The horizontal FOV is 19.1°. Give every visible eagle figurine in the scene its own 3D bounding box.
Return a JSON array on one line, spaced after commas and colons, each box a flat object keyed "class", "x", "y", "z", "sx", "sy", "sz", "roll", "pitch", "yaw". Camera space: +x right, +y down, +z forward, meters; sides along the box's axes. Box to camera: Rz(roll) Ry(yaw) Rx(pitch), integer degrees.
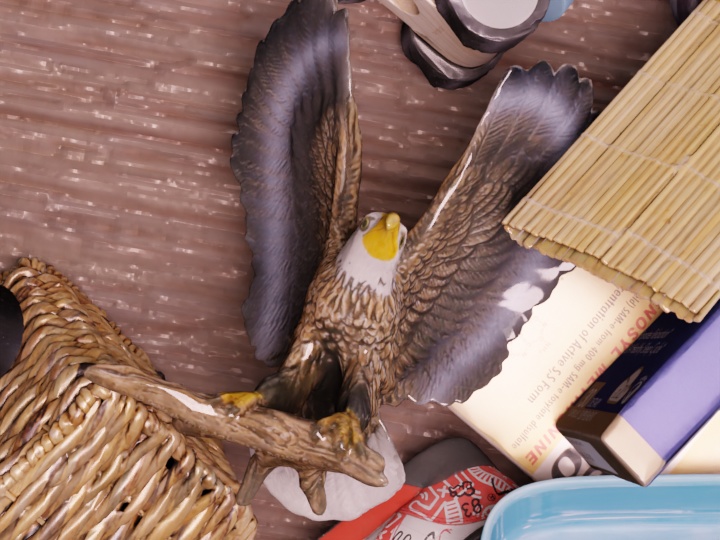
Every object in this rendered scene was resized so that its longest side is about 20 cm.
[{"class": "eagle figurine", "x": 0.004, "y": -0.002, "z": 0.894, "sx": 0.152, "sy": 0.150, "sz": 0.201, "roll": 42, "pitch": 54, "yaw": -27}]

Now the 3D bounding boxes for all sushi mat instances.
[{"class": "sushi mat", "x": 0.154, "y": -0.064, "z": 0.881, "sx": 0.095, "sy": 0.012, "sz": 0.200, "roll": 27, "pitch": 61, "yaw": 31}]

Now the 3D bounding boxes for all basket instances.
[{"class": "basket", "x": -0.159, "y": 0.122, "z": 0.978, "sx": 0.200, "sy": 0.149, "sz": 0.143, "roll": -45, "pitch": 124, "yaw": -1}]

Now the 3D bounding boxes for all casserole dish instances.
[{"class": "casserole dish", "x": 0.135, "y": 0.149, "z": 0.902, "sx": 0.198, "sy": 0.039, "sz": 0.122, "roll": 0, "pitch": 68, "yaw": -9}]

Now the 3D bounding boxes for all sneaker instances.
[{"class": "sneaker", "x": 0.006, "y": 0.174, "z": 0.955, "sx": 0.201, "sy": 0.067, "sz": 0.108, "roll": -41, "pitch": 53, "yaw": -3}]

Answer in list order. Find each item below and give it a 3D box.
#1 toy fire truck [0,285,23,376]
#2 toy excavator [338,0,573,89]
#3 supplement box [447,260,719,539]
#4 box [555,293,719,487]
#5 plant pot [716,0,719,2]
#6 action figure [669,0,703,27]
[{"class": "toy fire truck", "x": -0.274, "y": 0.022, "z": 0.939, "sx": 0.200, "sy": 0.128, "sz": 0.177, "roll": -43, "pitch": 57, "yaw": 22}, {"class": "toy excavator", "x": 0.045, "y": -0.214, "z": 0.974, "sx": 0.194, "sy": 0.100, "sz": 0.200, "roll": 39, "pitch": 77, "yaw": -2}, {"class": "supplement box", "x": 0.107, "y": 0.038, "z": 0.975, "sx": 0.200, "sy": 0.074, "sz": 0.126, "roll": 39, "pitch": 90, "yaw": -1}, {"class": "box", "x": 0.166, "y": 0.005, "z": 0.880, "sx": 0.200, "sy": 0.121, "sz": 0.032, "roll": -44, "pitch": 91, "yaw": -4}, {"class": "plant pot", "x": 0.175, "y": -0.233, "z": 0.874, "sx": 0.199, "sy": 0.177, "sz": 0.200, "roll": -33, "pitch": 72, "yaw": -27}, {"class": "action figure", "x": 0.161, "y": -0.143, "z": 0.980, "sx": 0.129, "sy": 0.069, "sz": 0.202, "roll": -10, "pitch": 78, "yaw": 6}]
